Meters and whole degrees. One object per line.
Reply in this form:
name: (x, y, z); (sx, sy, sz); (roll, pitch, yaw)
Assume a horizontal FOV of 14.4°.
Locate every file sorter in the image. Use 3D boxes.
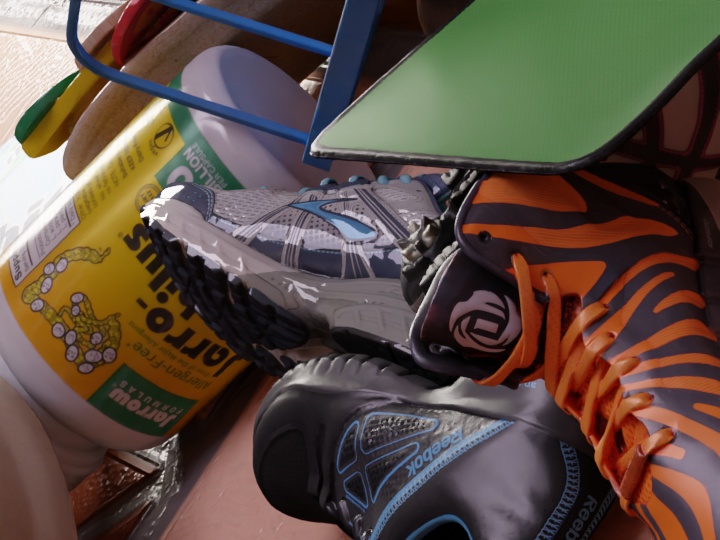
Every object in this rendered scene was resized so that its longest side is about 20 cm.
file sorter: (-0.032, -0.173, 1.162); (0.139, 0.122, 0.201); (107, 180, -58)

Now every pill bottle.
pill bottle: (-0.093, 0.007, 1.248); (0.200, 0.113, 0.113); (-43, 27, 19)

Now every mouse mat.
mouse mat: (0.089, -0.094, 0.964); (0.200, 0.008, 0.161); (-41, 25, -24)

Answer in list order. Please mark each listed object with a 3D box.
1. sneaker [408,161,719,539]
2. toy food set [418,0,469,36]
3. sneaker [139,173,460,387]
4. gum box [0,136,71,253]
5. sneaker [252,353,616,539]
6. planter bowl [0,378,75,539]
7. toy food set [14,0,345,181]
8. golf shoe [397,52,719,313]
sneaker: (0.073, 0.041, 0.891); (0.201, 0.111, 0.078); (-101, 27, -48)
toy food set: (0.097, -0.167, 1.208); (0.197, 0.049, 0.201); (-26, 37, 44)
sneaker: (0.000, 0.000, 1.118); (0.199, 0.078, 0.086); (23, 63, 37)
gum box: (-0.182, 0.006, 1.481); (0.170, 0.044, 0.201); (-33, 33, 35)
sneaker: (0.014, 0.078, 1.020); (0.200, 0.073, 0.082); (-11, 49, 56)
planter bowl: (-0.227, 0.136, 1.184); (0.199, 0.134, 0.202); (-6, 82, 47)
toy food set: (-0.064, -0.110, 1.317); (0.200, 0.049, 0.198); (-44, -10, 35)
golf shoe: (0.102, -0.044, 1.007); (0.200, 0.088, 0.077); (-49, 24, 11)
